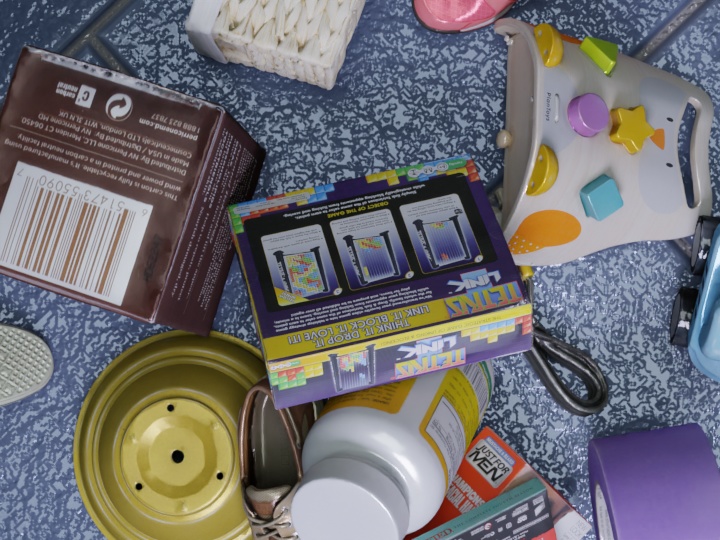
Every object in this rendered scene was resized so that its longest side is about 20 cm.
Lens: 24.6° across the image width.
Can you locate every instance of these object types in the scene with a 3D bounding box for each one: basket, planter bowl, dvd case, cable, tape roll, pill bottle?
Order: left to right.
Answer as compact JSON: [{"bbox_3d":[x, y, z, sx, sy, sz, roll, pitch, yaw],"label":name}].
[{"bbox_3d":[-0.141,0.147,1.324,0.197,0.083,0.203,0,87,2],"label":"planter bowl"},{"bbox_3d":[-0.048,-0.254,1.319,0.122,0.136,0.202,21,88,0],"label":"basket"},{"bbox_3d":[0.022,0.127,1.239,0.111,0.201,0.114,11,126,16],"label":"pill bottle"},{"bbox_3d":[0.093,0.267,1.264,0.145,0.022,0.202,-25,123,-14],"label":"dvd case"},{"bbox_3d":[0.129,0.032,1.324,0.097,0.050,0.201,-26,79,-37],"label":"cable"},{"bbox_3d":[0.229,0.221,1.244,0.084,0.200,0.203,-8,86,2],"label":"tape roll"}]

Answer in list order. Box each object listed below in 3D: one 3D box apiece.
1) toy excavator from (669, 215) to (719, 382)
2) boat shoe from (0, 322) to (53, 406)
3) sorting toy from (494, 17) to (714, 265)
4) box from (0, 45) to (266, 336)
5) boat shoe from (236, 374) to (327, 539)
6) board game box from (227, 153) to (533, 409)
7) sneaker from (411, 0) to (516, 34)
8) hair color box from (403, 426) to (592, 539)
[{"bbox_3d":[0.302,0.018,1.229,0.099,0.200,0.197,10,116,2],"label":"toy excavator"},{"bbox_3d":[-0.351,0.087,1.350,0.197,0.062,0.076,-11,81,-13],"label":"boat shoe"},{"bbox_3d":[0.200,-0.104,1.313,0.178,0.107,0.203,9,73,-19],"label":"sorting toy"},{"bbox_3d":[-0.185,-0.055,1.274,0.164,0.200,0.166,17,88,7],"label":"box"},{"bbox_3d":[-0.062,0.178,1.262,0.075,0.072,0.203,-11,84,27],"label":"boat shoe"},{"bbox_3d":[0.012,0.005,1.238,0.197,0.057,0.166,-12,49,-6],"label":"board game box"},{"bbox_3d":[0.129,-0.259,1.332,0.198,0.087,0.074,-26,85,1],"label":"sneaker"},{"bbox_3d":[0.074,0.234,1.292,0.200,0.064,0.111,-48,129,-1],"label":"hair color box"}]
